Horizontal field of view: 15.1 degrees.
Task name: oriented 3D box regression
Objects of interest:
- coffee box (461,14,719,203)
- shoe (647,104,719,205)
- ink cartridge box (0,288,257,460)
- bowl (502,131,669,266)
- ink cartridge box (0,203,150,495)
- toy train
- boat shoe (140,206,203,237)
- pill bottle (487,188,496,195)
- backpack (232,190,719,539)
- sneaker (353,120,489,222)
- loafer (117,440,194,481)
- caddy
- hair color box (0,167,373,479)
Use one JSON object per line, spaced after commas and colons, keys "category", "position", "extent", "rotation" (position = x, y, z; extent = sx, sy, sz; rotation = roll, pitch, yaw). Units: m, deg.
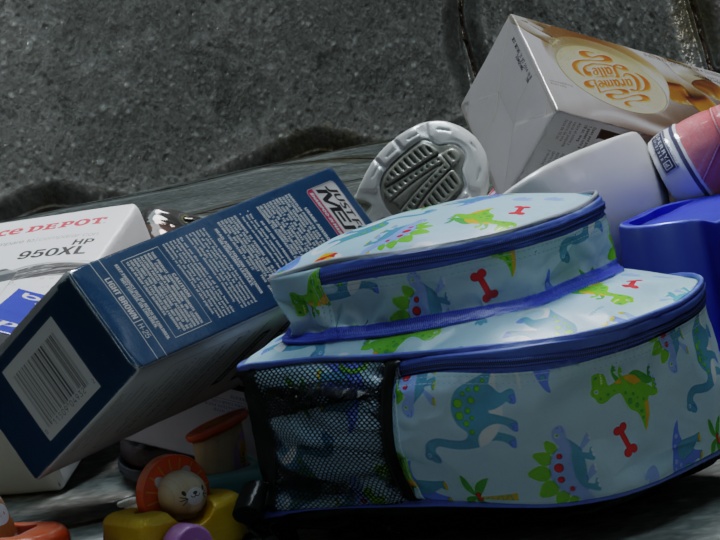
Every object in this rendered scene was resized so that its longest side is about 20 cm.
{"category": "coffee box", "position": [0.177, -0.078, 1.702], "extent": [0.200, 0.080, 0.114], "rotation": [14, 33, -23]}
{"category": "shoe", "position": [0.255, -0.040, 1.619], "extent": [0.091, 0.072, 0.200], "rotation": [-30, -42, 15]}
{"category": "ink cartridge box", "position": [-0.100, 0.061, 1.430], "extent": [0.200, 0.044, 0.094], "rotation": [13, 13, 4]}
{"category": "bowl", "position": [0.088, 0.012, 1.557], "extent": [0.200, 0.075, 0.200], "rotation": [-41, -10, 26]}
{"category": "ink cartridge box", "position": [-0.214, 0.048, 1.603], "extent": [0.144, 0.084, 0.200], "rotation": [-7, 26, 21]}
{"category": "toy train", "position": [-0.117, 0.109, 1.310], "extent": [0.150, 0.056, 0.200], "rotation": [-5, 8, 29]}
{"category": "boat shoe", "position": [-0.067, 0.004, 1.831], "extent": [0.201, 0.066, 0.072], "rotation": [17, -33, -34]}
{"category": "pill bottle", "position": [0.126, -0.013, 1.811], "extent": [0.111, 0.112, 0.200], "rotation": [-8, 6, 6]}
{"category": "backpack", "position": [0.062, 0.041, 1.254], "extent": [0.200, 0.147, 0.183], "rotation": [-1, 12, 35]}
{"category": "sneaker", "position": [0.000, 0.000, 1.576], "extent": [0.200, 0.078, 0.099], "rotation": [-34, -20, 5]}
{"category": "loafer", "position": [-0.107, 0.077, 1.547], "extent": [0.072, 0.063, 0.200], "rotation": [-10, 6, -4]}
{"category": "caddy", "position": [0.219, 0.012, 1.475], "extent": [0.141, 0.105, 0.200], "rotation": [-7, 5, 21]}
{"category": "hair color box", "position": [-0.083, 0.023, 1.313], "extent": [0.200, 0.061, 0.100], "rotation": [-23, -17, -50]}
